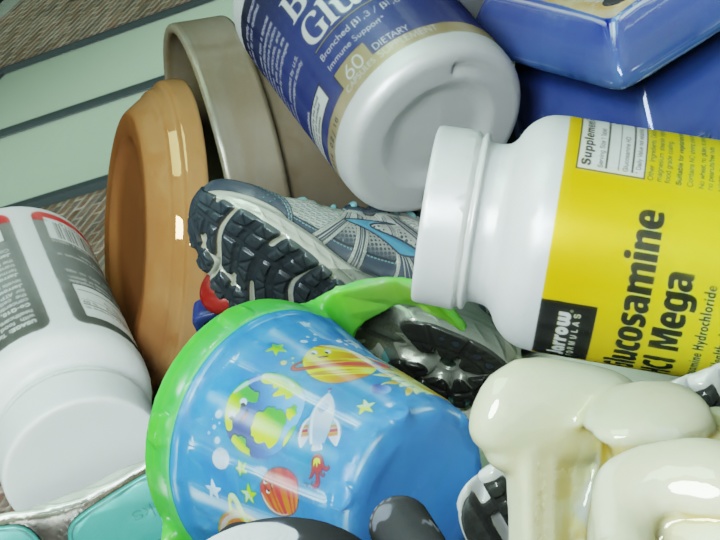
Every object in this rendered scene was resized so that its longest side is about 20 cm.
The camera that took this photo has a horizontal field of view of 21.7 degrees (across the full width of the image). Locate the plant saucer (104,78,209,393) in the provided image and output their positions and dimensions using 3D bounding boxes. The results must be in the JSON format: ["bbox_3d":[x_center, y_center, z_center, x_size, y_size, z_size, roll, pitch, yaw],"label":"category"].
[{"bbox_3d":[-0.134,-0.022,1.197,0.037,0.202,0.200,1,16,-17],"label":"plant saucer"}]

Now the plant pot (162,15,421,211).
[{"bbox_3d":[-0.024,-0.082,1.238,0.172,0.202,0.200,-15,20,-13],"label":"plant pot"}]

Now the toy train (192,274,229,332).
[{"bbox_3d":[0.002,0.045,1.068,0.198,0.085,0.116,-14,41,11],"label":"toy train"}]

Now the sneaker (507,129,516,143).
[{"bbox_3d":[0.074,-0.082,1.143,0.198,0.092,0.076,6,7,-5],"label":"sneaker"}]

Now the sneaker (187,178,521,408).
[{"bbox_3d":[0.000,0.000,1.027,0.078,0.199,0.087,-57,7,47],"label":"sneaker"}]

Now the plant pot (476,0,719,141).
[{"bbox_3d":[0.188,-0.106,1.033,0.199,0.181,0.200,-33,24,-12],"label":"plant pot"}]

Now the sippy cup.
[{"bbox_3d":[-0.015,0.094,0.914,0.139,0.180,0.130,-1,13,-44],"label":"sippy cup"}]

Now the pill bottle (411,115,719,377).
[{"bbox_3d":[0.127,-0.011,0.884,0.198,0.114,0.113,9,30,5],"label":"pill bottle"}]

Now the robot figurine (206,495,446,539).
[{"bbox_3d":[-0.021,0.177,0.745,0.123,0.152,0.200,-8,19,-13],"label":"robot figurine"}]

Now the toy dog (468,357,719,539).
[{"bbox_3d":[0.148,0.126,0.683,0.192,0.141,0.200,4,10,-24],"label":"toy dog"}]

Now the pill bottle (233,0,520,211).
[{"bbox_3d":[-0.005,-0.135,1.049,0.110,0.112,0.200,-30,51,-8],"label":"pill bottle"}]

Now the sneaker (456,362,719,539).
[{"bbox_3d":[0.140,0.075,0.853,0.198,0.076,0.081,-18,15,20],"label":"sneaker"}]

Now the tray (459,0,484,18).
[{"bbox_3d":[0.094,-0.190,1.051,0.107,0.200,0.022,-38,67,6],"label":"tray"}]

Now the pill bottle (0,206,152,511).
[{"bbox_3d":[-0.192,0.058,1.135,0.113,0.114,0.200,-28,40,-4],"label":"pill bottle"}]

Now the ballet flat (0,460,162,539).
[{"bbox_3d":[-0.166,0.154,1.041,0.198,0.070,0.070,-24,23,-2],"label":"ballet flat"}]
